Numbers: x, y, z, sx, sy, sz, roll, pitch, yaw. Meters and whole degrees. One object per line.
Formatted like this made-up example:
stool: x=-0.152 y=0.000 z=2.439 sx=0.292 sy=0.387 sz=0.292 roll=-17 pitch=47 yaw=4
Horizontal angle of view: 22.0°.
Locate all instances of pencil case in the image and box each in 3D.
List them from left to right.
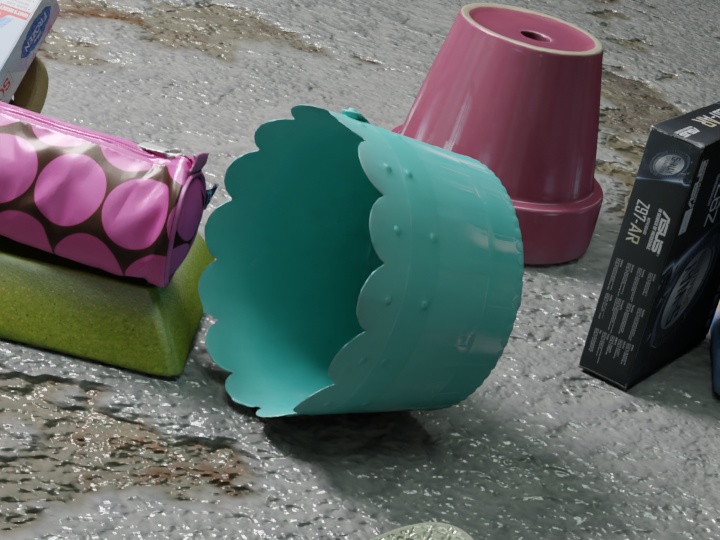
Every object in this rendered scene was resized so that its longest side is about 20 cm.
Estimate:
pencil case: x=-0.202 y=-0.061 z=1.244 sx=0.200 sy=0.094 sz=0.091 roll=16 pitch=22 yaw=6

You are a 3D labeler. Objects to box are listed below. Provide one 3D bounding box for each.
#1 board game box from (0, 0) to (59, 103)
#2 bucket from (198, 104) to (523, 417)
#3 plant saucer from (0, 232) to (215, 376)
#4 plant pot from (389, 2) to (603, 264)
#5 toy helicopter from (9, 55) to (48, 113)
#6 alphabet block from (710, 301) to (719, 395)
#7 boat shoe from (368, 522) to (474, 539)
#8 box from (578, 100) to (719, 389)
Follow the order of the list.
board game box: x=-0.360 y=-0.157 z=1.400 sx=0.200 sy=0.041 sz=0.200 roll=20 pitch=67 yaw=14
bucket: x=0.000 y=0.000 z=1.220 sx=0.135 sy=0.207 sz=0.207 roll=9 pitch=22 yaw=-36
plant saucer: x=-0.204 y=-0.009 z=1.304 sx=0.200 sy=0.048 sz=0.200 roll=14 pitch=23 yaw=-2
plant pot: x=0.125 y=-0.127 z=1.608 sx=0.200 sy=0.179 sz=0.200 roll=12 pitch=22 yaw=-5
toy helicopter: x=-0.335 y=-0.152 z=1.478 sx=0.200 sy=0.132 sz=0.079 roll=6 pitch=-12 yaw=26
alphabet block: x=0.396 y=0.006 z=1.448 sx=0.200 sy=0.196 sz=0.196 roll=15 pitch=24 yaw=4
boat shoe: x=-0.029 y=0.186 z=0.947 sx=0.200 sy=0.062 sz=0.075 roll=-14 pitch=37 yaw=-22
box: x=0.244 y=-0.024 z=1.413 sx=0.043 sy=0.200 sz=0.160 roll=26 pitch=25 yaw=26
